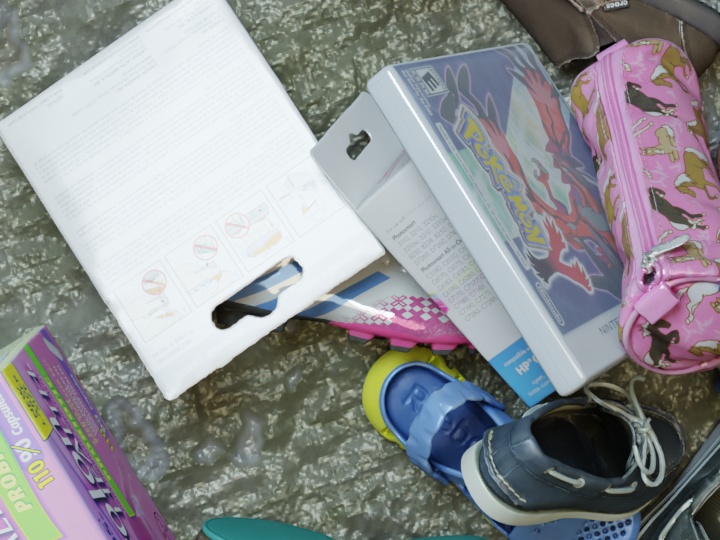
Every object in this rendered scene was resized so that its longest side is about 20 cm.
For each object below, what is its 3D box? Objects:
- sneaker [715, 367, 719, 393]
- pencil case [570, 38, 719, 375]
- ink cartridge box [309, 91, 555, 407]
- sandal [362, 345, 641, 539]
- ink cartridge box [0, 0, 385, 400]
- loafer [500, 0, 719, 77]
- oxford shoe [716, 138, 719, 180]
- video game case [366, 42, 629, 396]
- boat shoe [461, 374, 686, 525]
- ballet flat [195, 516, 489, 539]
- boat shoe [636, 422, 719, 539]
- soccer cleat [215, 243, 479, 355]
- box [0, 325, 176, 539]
[{"bbox_3d":[0.265,0.054,1.027,0.198,0.077,0.086,22,95,4],"label":"sneaker"},{"bbox_3d":[0.171,-0.041,0.927,0.082,0.202,0.087,2,139,-7],"label":"pencil case"},{"bbox_3d":[0.072,-0.033,0.971,0.068,0.115,0.200,-38,98,31],"label":"ink cartridge box"},{"bbox_3d":[0.090,0.123,1.010,0.199,0.087,0.080,30,91,-8],"label":"sandal"},{"bbox_3d":[-0.101,-0.048,0.975,0.160,0.050,0.201,-34,84,-1],"label":"ink cartridge box"},{"bbox_3d":[0.130,-0.160,0.992,0.198,0.073,0.072,24,92,-6],"label":"loafer"},{"bbox_3d":[0.254,-0.054,0.977,0.070,0.075,0.202,16,62,-1],"label":"oxford shoe"},{"bbox_3d":[0.105,-0.039,0.932,0.023,0.182,0.201,-37,81,32],"label":"video game case"},{"bbox_3d":[0.142,0.105,0.971,0.062,0.198,0.076,-42,59,36],"label":"boat shoe"},{"bbox_3d":[-0.008,0.201,1.020,0.197,0.068,0.069,6,103,-5],"label":"ballet flat"},{"bbox_3d":[0.217,0.171,1.030,0.072,0.071,0.201,30,92,-7],"label":"boat shoe"},{"bbox_3d":[0.000,0.000,0.998,0.197,0.070,0.088,8,95,-5],"label":"soccer cleat"},{"bbox_3d":[-0.187,0.140,0.931,0.096,0.200,0.177,-31,96,-1],"label":"box"}]
